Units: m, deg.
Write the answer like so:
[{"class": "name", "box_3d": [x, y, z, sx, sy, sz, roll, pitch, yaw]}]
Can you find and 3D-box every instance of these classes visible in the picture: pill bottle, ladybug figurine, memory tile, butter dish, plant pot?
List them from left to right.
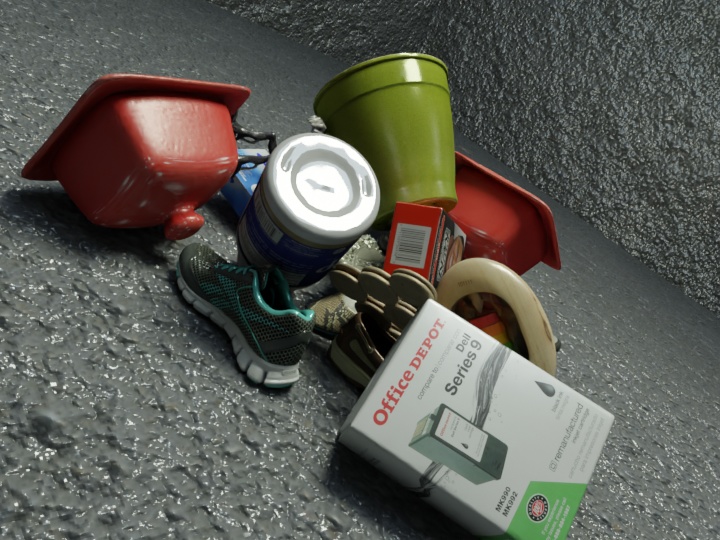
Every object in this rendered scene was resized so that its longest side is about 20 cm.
[{"class": "butter dish", "box_3d": [-0.220, -0.104, 0.642, 0.200, 0.199, 0.148, -19, 83, -56]}, {"class": "pill bottle", "box_3d": [-0.070, -0.047, 0.639, 0.120, 0.200, 0.120, 9, 65, -21]}, {"class": "plant pot", "box_3d": [0.051, -0.165, 0.830, 0.200, 0.200, 0.193, -1, 74, -52]}, {"class": "memory tile", "box_3d": [0.063, 0.064, 0.637, 0.153, 0.017, 0.200, 1, -41, 52]}, {"class": "butter dish", "box_3d": [0.192, -0.054, 0.912, 0.199, 0.148, 0.200, 41, -6, 34]}, {"class": "ladybug figurine", "box_3d": [0.162, 0.080, 0.700, 0.072, 0.136, 0.200, -21, 94, -65]}]

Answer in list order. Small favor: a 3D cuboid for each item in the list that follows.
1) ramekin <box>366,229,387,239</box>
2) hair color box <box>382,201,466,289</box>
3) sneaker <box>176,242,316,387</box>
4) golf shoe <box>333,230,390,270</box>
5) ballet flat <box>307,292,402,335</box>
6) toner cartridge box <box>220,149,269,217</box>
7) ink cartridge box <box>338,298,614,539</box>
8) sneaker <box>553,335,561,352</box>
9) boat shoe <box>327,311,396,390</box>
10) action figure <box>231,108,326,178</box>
[{"class": "ramekin", "box_3d": [0.090, -0.108, 0.993, 0.098, 0.201, 0.200, 20, 19, 17]}, {"class": "hair color box", "box_3d": [0.089, -0.019, 0.768, 0.061, 0.102, 0.200, 10, -2, 18]}, {"class": "sneaker", "box_3d": [-0.113, 0.023, 0.601, 0.200, 0.091, 0.078, 42, 24, 26]}, {"class": "golf shoe", "box_3d": [0.000, 0.000, 0.788, 0.078, 0.097, 0.200, 57, 21, 13]}, {"class": "ballet flat", "box_3d": [0.031, 0.053, 0.737, 0.200, 0.075, 0.068, 17, 33, -30]}, {"class": "toner cartridge box", "box_3d": [-0.123, -0.087, 0.821, 0.200, 0.043, 0.095, 51, 34, 17]}, {"class": "ink cartridge box", "box_3d": [0.101, 0.144, 0.533, 0.200, 0.084, 0.146, 32, 66, 5]}, {"class": "sneaker", "box_3d": [0.248, 0.075, 0.960, 0.200, 0.079, 0.074, 31, 20, -4]}, {"class": "boat shoe", "box_3d": [0.054, 0.121, 0.624, 0.202, 0.075, 0.075, 38, 23, 16]}, {"class": "action figure", "box_3d": [-0.087, -0.143, 0.789, 0.200, 0.102, 0.119, 18, 53, -30]}]
